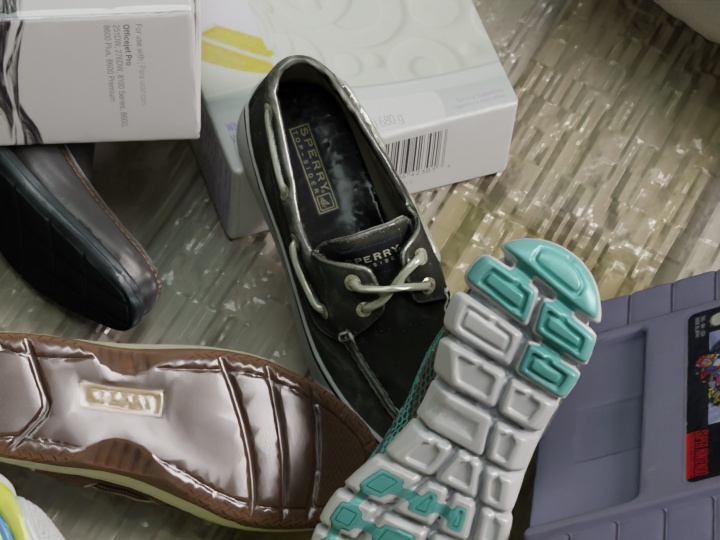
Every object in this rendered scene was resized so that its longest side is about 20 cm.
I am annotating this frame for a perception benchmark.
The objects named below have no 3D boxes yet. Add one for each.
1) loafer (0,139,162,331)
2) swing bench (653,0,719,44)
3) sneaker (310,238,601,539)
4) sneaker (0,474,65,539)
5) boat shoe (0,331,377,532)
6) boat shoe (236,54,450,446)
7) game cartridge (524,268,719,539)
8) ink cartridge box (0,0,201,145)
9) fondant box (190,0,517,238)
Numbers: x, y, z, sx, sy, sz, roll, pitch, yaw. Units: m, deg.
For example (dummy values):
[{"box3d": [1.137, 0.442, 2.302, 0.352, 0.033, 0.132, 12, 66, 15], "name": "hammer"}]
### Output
[{"box3d": [-0.151, -0.054, 1.270, 0.072, 0.073, 0.200, -32, 65, -27], "name": "loafer"}, {"box3d": [0.240, -0.162, 1.346, 0.199, 0.130, 0.200, 40, 67, 20], "name": "swing bench"}, {"box3d": [0.045, 0.074, 1.166, 0.077, 0.091, 0.200, 33, 103, 2], "name": "sneaker"}, {"box3d": [-0.151, 0.164, 1.117, 0.105, 0.076, 0.200, -35, 66, -24], "name": "sneaker"}, {"box3d": [-0.092, 0.066, 1.191, 0.202, 0.075, 0.075, 18, 77, -20], "name": "boat shoe"}, {"box3d": [0.000, 0.000, 1.216, 0.071, 0.064, 0.201, -24, 84, -15], "name": "boat shoe"}, {"box3d": [0.137, 0.066, 1.163, 0.129, 0.038, 0.200, -21, 29, 20], "name": "game cartridge"}, {"box3d": [-0.171, -0.132, 1.240, 0.199, 0.084, 0.145, -2, 46, -2], "name": "ink cartridge box"}, {"box3d": [-0.026, -0.124, 1.336, 0.144, 0.058, 0.200, -15, 57, -14], "name": "fondant box"}]
